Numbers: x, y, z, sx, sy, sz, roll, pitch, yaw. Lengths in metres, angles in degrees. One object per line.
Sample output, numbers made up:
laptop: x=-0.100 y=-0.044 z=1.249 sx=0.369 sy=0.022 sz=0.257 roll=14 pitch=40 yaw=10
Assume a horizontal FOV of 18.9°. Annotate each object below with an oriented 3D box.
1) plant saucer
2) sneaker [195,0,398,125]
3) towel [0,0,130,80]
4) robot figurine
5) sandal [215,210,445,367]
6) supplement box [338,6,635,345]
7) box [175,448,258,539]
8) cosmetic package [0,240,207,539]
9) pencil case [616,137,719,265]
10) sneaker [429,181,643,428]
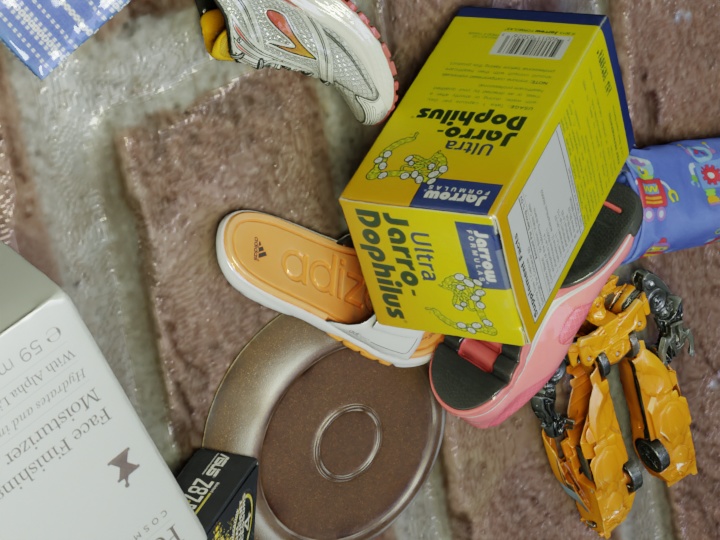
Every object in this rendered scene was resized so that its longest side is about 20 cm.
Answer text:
plant saucer: x=-0.015 y=0.114 z=1.479 sx=0.199 sy=0.032 sz=0.202 roll=-14 pitch=115 yaw=-32
sneaker: x=-0.056 y=-0.153 z=1.326 sx=0.200 sy=0.078 sz=0.082 roll=41 pitch=87 yaw=-29
towel: x=-0.154 y=-0.224 z=1.219 sx=0.200 sy=0.024 sz=0.145 roll=-43 pitch=109 yaw=-5
robot figurine: x=0.184 y=0.092 z=1.593 sx=0.145 sy=0.058 sz=0.201 roll=-32 pitch=124 yaw=-22
sandal: x=-0.001 y=0.008 z=1.411 sx=0.206 sy=0.059 sz=0.080 roll=18 pitch=63 yaw=-38
supplement box: x=0.085 y=-0.064 z=1.375 sx=0.200 sy=0.109 sz=0.109 roll=-58 pitch=143 yaw=-39
box: x=-0.115 y=0.237 z=1.386 sx=0.161 sy=0.049 sz=0.201 roll=-47 pitch=145 yaw=-66
cosmetic package: x=-0.224 y=0.105 z=1.241 sx=0.165 sy=0.165 sz=0.201 roll=-38 pitch=125 yaw=-16
pencil case: x=0.247 y=-0.060 z=1.567 sx=0.199 sy=0.087 sz=0.078 roll=-11 pitch=156 yaw=-31
sneaker: x=0.123 y=0.024 z=1.487 sx=0.200 sy=0.074 sz=0.087 roll=-51 pitch=152 yaw=-8
